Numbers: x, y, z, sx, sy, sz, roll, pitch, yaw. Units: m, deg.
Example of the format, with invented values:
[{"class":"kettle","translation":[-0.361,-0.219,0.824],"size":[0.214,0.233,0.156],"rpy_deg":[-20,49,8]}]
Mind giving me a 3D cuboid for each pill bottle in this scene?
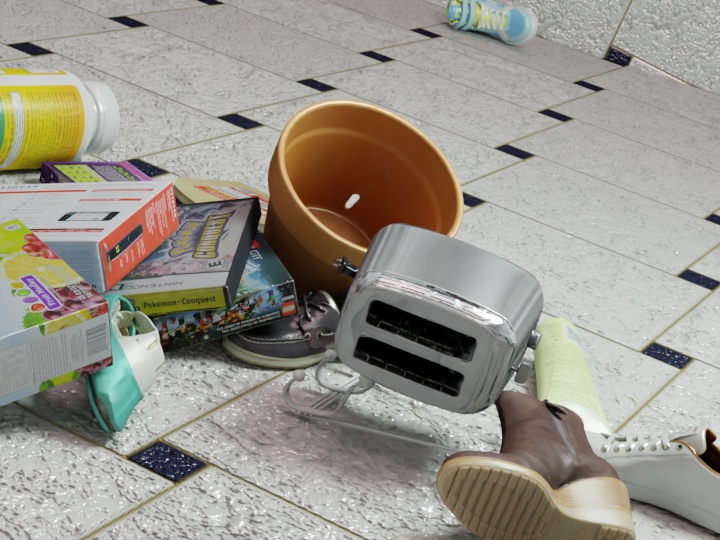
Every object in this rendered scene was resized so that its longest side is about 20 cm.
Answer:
[{"class":"pill bottle","translation":[-0.374,-0.171,1.929],"size":[0.112,0.114,0.199],"rpy_deg":[29,24,35]}]

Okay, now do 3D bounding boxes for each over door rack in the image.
[{"class":"over door rack","translation":[0.050,0.114,1.533],"size":[0.198,0.067,0.148],"rpy_deg":[22,21,19]}]

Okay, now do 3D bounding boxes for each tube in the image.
[{"class":"tube","translation":[0.201,0.112,1.694],"size":[0.058,0.052,0.200],"rpy_deg":[-25,21,10]}]

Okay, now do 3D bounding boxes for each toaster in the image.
[{"class":"toaster","translation":[0.059,0.040,1.482],"size":[0.198,0.115,0.129],"rpy_deg":[23,25,4]}]

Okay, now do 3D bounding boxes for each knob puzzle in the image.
[{"class":"knob puzzle","translation":[-0.129,-0.060,1.913],"size":[0.217,0.031,0.220],"rpy_deg":[18,11,-4]}]

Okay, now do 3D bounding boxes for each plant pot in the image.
[{"class":"plant pot","translation":[-0.013,-0.051,1.724],"size":[0.198,0.140,0.202],"rpy_deg":[14,48,-16]}]

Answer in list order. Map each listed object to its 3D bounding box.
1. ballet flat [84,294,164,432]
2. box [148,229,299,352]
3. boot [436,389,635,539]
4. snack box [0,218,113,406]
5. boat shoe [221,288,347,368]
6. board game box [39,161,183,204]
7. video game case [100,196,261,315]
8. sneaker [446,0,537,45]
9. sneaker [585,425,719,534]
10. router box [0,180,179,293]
[{"class":"ballet flat","translation":[-0.202,0.068,1.444],"size":[0.070,0.068,0.200],"rpy_deg":[-22,25,-6]},{"class":"box","translation":[-0.151,0.005,1.645],"size":[0.135,0.038,0.200],"rpy_deg":[-15,27,-13]},{"class":"boot","translation":[0.132,0.159,1.437],"size":[0.198,0.073,0.167],"rpy_deg":[21,25,-25]},{"class":"snack box","translation":[-0.323,0.045,1.358],"size":[0.199,0.068,0.168],"rpy_deg":[-21,36,-30]},{"class":"boat shoe","translation":[-0.041,0.049,1.638],"size":[0.198,0.065,0.072],"rpy_deg":[-1,28,-33]},{"class":"board game box","translation":[-0.252,-0.071,1.874],"size":[0.119,0.033,0.199],"rpy_deg":[-8,30,-41]},{"class":"video game case","translation":[-0.195,-0.012,1.620],"size":[0.179,0.026,0.200],"rpy_deg":[-5,26,8]},{"class":"sneaker","translation":[0.246,-0.495,3.368],"size":[0.130,0.080,0.199],"rpy_deg":[2,14,-39]},{"class":"sneaker","translation":[0.271,0.165,1.535],"size":[0.198,0.086,0.073],"rpy_deg":[18,20,16]},{"class":"router box","translation":[-0.292,-0.033,1.584],"size":[0.198,0.049,0.180],"rpy_deg":[0,20,17]}]
